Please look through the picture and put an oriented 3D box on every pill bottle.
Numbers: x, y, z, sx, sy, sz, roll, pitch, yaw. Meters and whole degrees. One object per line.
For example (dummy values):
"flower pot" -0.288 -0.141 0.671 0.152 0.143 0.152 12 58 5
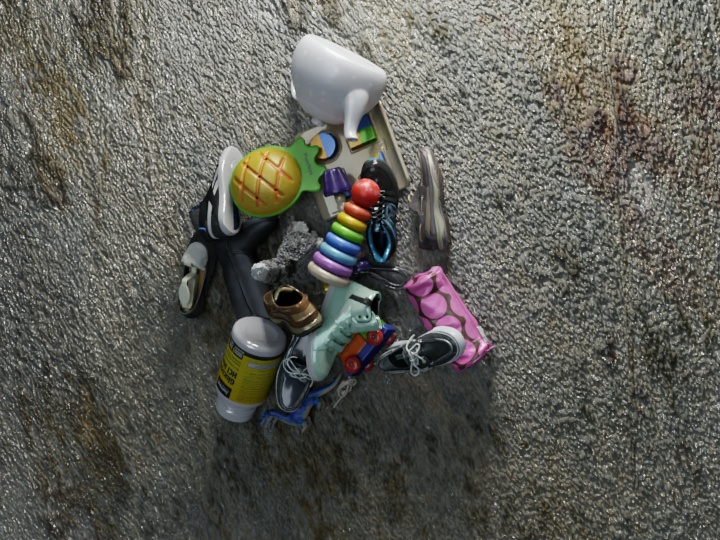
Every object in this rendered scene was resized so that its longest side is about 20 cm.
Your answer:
"pill bottle" -0.227 0.203 1.457 0.112 0.112 0.201 28 117 12

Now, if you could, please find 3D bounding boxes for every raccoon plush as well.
"raccoon plush" -0.151 -0.050 1.397 0.134 0.199 0.097 40 114 34

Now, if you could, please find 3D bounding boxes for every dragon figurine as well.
"dragon figurine" -0.126 0.264 1.474 0.099 0.059 0.201 38 103 10

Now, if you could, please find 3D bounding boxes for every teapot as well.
"teapot" -0.057 -0.345 1.372 0.196 0.200 0.147 28 110 1

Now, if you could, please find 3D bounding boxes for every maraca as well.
"maraca" -0.164 -0.183 1.422 0.198 0.107 0.138 -21 86 8

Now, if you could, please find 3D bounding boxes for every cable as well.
"cable" 0.000 0.000 1.450 0.198 0.050 0.098 0 75 3

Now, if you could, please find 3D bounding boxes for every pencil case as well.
"pencil case" 0.168 0.087 1.373 0.201 0.091 0.094 55 139 5

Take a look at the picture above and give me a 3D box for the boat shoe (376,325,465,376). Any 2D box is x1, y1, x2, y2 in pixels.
"boat shoe" 0.107 0.156 1.353 0.198 0.068 0.074 -13 102 46

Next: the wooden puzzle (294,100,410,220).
"wooden puzzle" -0.022 -0.219 1.431 0.199 0.046 0.187 -21 87 15

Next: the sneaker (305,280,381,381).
"sneaker" -0.027 0.120 1.355 0.117 0.074 0.202 13 82 30

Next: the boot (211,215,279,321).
"boot" -0.208 0.002 1.481 0.164 0.066 0.202 -21 84 23

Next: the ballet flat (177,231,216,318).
"ballet flat" -0.345 0.004 1.518 0.067 0.068 0.202 10 95 16

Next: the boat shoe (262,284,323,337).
"boat shoe" -0.135 0.060 1.371 0.075 0.200 0.074 -35 116 -20

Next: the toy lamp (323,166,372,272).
"toy lamp" -0.029 -0.098 1.391 0.058 0.058 0.202 -13 94 15

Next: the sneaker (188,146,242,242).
"sneaker" -0.301 -0.155 1.479 0.111 0.073 0.202 -15 61 29

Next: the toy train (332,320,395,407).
"toy train" -0.033 0.160 1.436 0.116 0.085 0.200 43 101 20

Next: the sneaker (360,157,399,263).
"sneaker" 0.040 -0.112 1.378 0.072 0.082 0.202 -6 107 9

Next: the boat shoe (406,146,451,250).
"boat shoe" 0.123 -0.134 1.381 0.073 0.074 0.202 -9 89 15

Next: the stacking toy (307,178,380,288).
"stacking toy" -0.021 -0.073 1.327 0.085 0.085 0.201 27 99 12

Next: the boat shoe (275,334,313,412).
"boat shoe" -0.115 0.181 1.417 0.074 0.062 0.202 23 85 -9
